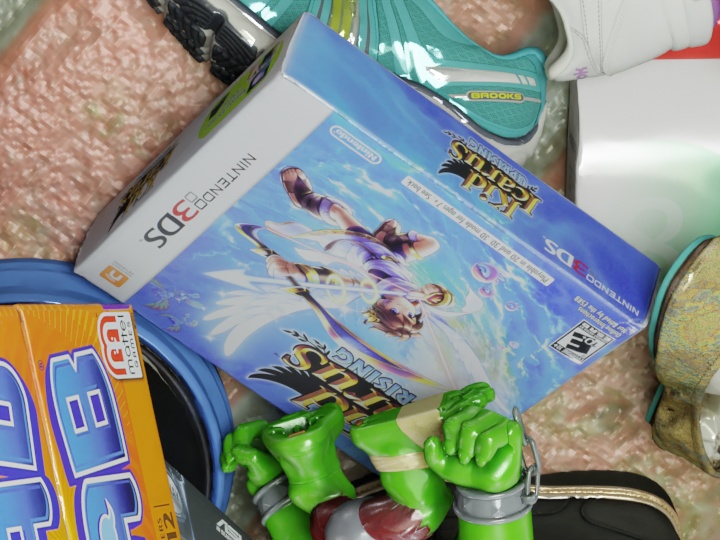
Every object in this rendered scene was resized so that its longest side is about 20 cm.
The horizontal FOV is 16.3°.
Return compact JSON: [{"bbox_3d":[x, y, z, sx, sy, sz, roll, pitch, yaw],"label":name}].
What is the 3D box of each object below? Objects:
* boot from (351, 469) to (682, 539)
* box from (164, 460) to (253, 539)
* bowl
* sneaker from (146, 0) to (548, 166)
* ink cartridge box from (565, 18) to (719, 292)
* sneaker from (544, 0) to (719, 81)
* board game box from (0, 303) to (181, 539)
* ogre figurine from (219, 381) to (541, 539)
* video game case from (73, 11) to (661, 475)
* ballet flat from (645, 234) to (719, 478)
[{"bbox_3d":[0.060,0.150,1.184,0.200,0.138,0.078,-9,112,0],"label":"boot"},{"bbox_3d":[-0.102,0.188,1.192,0.160,0.044,0.200,-34,121,19],"label":"box"},{"bbox_3d":[-0.159,0.093,1.198,0.200,0.039,0.201,-1,111,-4],"label":"bowl"},{"bbox_3d":[-0.008,-0.105,1.130,0.200,0.078,0.080,26,77,-9],"label":"sneaker"},{"bbox_3d":[0.177,-0.077,1.159,0.161,0.050,0.200,-1,113,-4],"label":"ink cartridge box"},{"bbox_3d":[0.082,-0.175,1.090,0.100,0.075,0.200,-23,101,4],"label":"sneaker"},{"bbox_3d":[-0.204,0.133,1.037,0.200,0.200,0.200,-15,84,22],"label":"board game box"},{"bbox_3d":[0.014,0.119,1.112,0.200,0.098,0.120,-12,99,34],"label":"ogre figurine"},{"bbox_3d":[0.000,0.000,1.127,0.200,0.045,0.181,35,137,-16],"label":"video game case"},{"bbox_3d":[0.168,0.044,1.136,0.071,0.200,0.071,-1,67,3],"label":"ballet flat"}]
